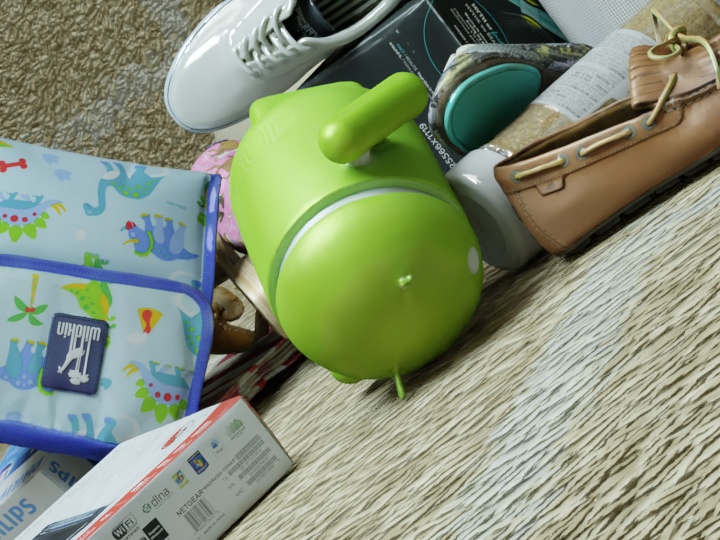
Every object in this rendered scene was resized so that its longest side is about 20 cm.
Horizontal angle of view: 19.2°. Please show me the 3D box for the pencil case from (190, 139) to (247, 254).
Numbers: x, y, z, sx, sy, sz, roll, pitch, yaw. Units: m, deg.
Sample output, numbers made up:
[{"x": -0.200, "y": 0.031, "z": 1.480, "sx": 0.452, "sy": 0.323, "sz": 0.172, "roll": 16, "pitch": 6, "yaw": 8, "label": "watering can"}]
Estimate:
[{"x": -0.052, "y": -0.049, "z": 1.526, "sx": 0.083, "sy": 0.087, "sz": 0.200, "roll": 1, "pitch": 8, "yaw": -28, "label": "pencil case"}]

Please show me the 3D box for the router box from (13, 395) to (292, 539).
[{"x": -0.153, "y": 0.162, "z": 1.163, "sx": 0.200, "sy": 0.049, "sz": 0.179, "roll": -43, "pitch": 9, "yaw": -30, "label": "router box"}]

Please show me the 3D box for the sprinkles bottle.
[{"x": 0.134, "y": -0.085, "z": 1.224, "sx": 0.200, "sy": 0.068, "sz": 0.068, "roll": -41, "pitch": 8, "yaw": -23, "label": "sprinkles bottle"}]

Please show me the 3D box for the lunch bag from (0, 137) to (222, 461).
[{"x": -0.182, "y": 0.027, "z": 1.354, "sx": 0.128, "sy": 0.170, "sz": 0.201, "roll": 115, "pitch": 161, "yaw": -56, "label": "lunch bag"}]

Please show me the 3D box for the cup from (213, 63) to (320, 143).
[{"x": 0.000, "y": -0.131, "z": 1.668, "sx": 0.200, "sy": 0.200, "sz": 0.143, "roll": -40, "pitch": 14, "yaw": -19, "label": "cup"}]

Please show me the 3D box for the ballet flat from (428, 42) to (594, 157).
[{"x": 0.088, "y": -0.106, "z": 1.271, "sx": 0.072, "sy": 0.072, "sz": 0.200, "roll": -32, "pitch": -16, "yaw": 37, "label": "ballet flat"}]

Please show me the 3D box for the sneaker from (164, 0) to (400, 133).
[{"x": -0.048, "y": -0.157, "z": 1.355, "sx": 0.200, "sy": 0.073, "sz": 0.071, "roll": -38, "pitch": 8, "yaw": 13, "label": "sneaker"}]

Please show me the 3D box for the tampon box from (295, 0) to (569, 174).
[{"x": 0.079, "y": -0.129, "z": 1.427, "sx": 0.126, "sy": 0.150, "sz": 0.200, "roll": -31, "pitch": 10, "yaw": 36, "label": "tampon box"}]

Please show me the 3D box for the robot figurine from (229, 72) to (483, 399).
[{"x": -0.004, "y": -0.022, "z": 1.152, "sx": 0.115, "sy": 0.176, "sz": 0.200, "roll": -10, "pitch": 38, "yaw": -13, "label": "robot figurine"}]

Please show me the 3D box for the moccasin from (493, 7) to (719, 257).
[{"x": 0.159, "y": -0.090, "z": 1.105, "sx": 0.201, "sy": 0.078, "sz": 0.074, "roll": -34, "pitch": 9, "yaw": 26, "label": "moccasin"}]

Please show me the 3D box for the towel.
[{"x": -0.080, "y": 0.071, "z": 1.467, "sx": 0.144, "sy": 0.023, "sz": 0.200, "roll": -30, "pitch": 10, "yaw": 48, "label": "towel"}]

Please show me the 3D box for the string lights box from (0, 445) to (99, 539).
[{"x": -0.186, "y": 0.108, "z": 1.434, "sx": 0.103, "sy": 0.059, "sz": 0.200, "roll": -37, "pitch": 18, "yaw": 37, "label": "string lights box"}]

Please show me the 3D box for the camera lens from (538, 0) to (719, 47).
[{"x": 0.175, "y": -0.225, "z": 1.358, "sx": 0.160, "sy": 0.200, "sz": 0.160, "roll": -37, "pitch": 8, "yaw": 6, "label": "camera lens"}]

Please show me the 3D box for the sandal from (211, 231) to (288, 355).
[{"x": -0.094, "y": 0.025, "z": 1.447, "sx": 0.070, "sy": 0.078, "sz": 0.212, "roll": -42, "pitch": 13, "yaw": -5, "label": "sandal"}]
